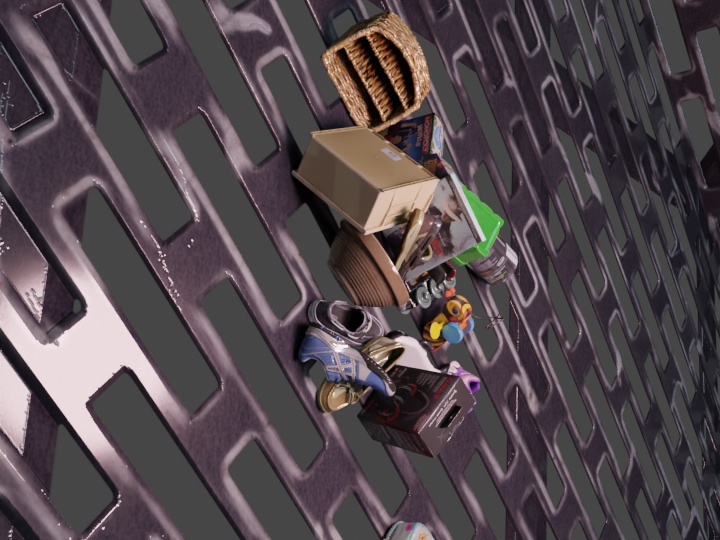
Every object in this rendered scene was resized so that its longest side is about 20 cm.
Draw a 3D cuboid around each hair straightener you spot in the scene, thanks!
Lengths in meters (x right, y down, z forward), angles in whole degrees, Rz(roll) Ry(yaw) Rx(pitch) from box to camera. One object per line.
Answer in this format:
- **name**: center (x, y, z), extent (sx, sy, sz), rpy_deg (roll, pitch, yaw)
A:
- **hair straightener**: center (0.110, -0.050, 1.694), extent (0.077, 0.041, 0.200), rpy_deg (-21, 67, -49)

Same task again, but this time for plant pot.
- **plant pot**: center (0.000, 0.000, 1.552), extent (0.092, 0.201, 0.202), rpy_deg (-34, 116, -6)

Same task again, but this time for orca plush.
- **orca plush**: center (0.113, 0.167, 1.713), extent (0.199, 0.105, 0.071), rpy_deg (24, 32, -34)

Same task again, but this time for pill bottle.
- **pill bottle**: center (0.277, -0.058, 1.907), extent (0.200, 0.106, 0.107), rpy_deg (41, 56, -39)

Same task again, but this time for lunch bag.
- **lunch bag**: center (0.100, 0.612, 1.630), extent (0.161, 0.077, 0.201), rpy_deg (-51, 122, -38)

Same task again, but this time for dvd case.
- **dvd case**: center (0.136, -0.082, 1.608), extent (0.022, 0.199, 0.147), rpy_deg (-17, 81, -54)

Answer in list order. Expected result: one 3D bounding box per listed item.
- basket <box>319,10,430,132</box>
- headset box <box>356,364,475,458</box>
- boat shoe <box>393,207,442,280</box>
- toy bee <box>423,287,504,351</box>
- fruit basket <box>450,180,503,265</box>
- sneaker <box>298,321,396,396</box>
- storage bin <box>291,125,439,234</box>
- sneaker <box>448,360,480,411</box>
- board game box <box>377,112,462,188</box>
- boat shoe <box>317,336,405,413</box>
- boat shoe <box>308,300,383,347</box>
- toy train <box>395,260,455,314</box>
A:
- **basket**: center (0.042, -0.400, 1.653), extent (0.149, 0.142, 0.201), rpy_deg (-52, 123, -40)
- **headset box**: center (0.114, 0.270, 1.582), extent (0.149, 0.199, 0.075), rpy_deg (-47, 120, -27)
- **boat shoe**: center (0.105, -0.037, 1.562), extent (0.066, 0.201, 0.072), rpy_deg (19, 52, 1)
- **toy bee**: center (0.202, 0.093, 1.748), extent (0.109, 0.199, 0.131), rpy_deg (58, 23, -1)
- **fruit basket**: center (0.183, -0.122, 1.762), extent (0.215, 0.215, 0.156), rpy_deg (39, 73, -39)
- **sneaker**: center (-0.025, 0.177, 1.504), extent (0.199, 0.076, 0.077), rpy_deg (33, 85, 1)
- **storage bin**: center (0.015, -0.178, 1.540), extent (0.198, 0.200, 0.094), rpy_deg (-18, 141, -49)
- **sneaker**: center (0.201, 0.288, 1.770), extent (0.200, 0.088, 0.081), rpy_deg (-55, 156, -37)
- **board game box**: center (0.116, -0.212, 1.667), extent (0.062, 0.199, 0.202), rpy_deg (30, 62, -47)
- **boat shoe**: center (0.002, 0.200, 1.558), extent (0.200, 0.063, 0.074), rpy_deg (-36, 114, -29)
- **boat shoe**: center (-0.011, 0.100, 1.578), extent (0.199, 0.067, 0.072), rpy_deg (28, 64, -44)
- **toy train**: center (0.127, 0.014, 1.746), extent (0.200, 0.085, 0.115), rpy_deg (-32, 99, -47)
